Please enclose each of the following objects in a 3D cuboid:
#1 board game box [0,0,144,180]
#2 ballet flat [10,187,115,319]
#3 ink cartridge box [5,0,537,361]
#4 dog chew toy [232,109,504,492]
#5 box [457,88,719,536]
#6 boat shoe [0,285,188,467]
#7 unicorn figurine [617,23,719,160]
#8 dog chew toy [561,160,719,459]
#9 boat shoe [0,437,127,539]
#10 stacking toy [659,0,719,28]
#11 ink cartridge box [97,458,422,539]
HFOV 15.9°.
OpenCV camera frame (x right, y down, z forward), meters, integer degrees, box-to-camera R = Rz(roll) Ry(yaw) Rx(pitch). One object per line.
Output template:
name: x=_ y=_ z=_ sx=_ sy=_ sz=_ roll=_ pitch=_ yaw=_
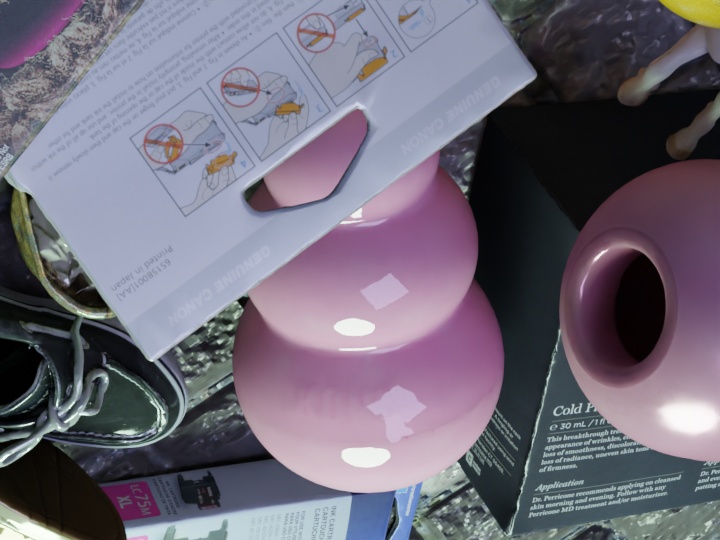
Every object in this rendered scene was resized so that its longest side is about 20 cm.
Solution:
board game box: x=-0.161 y=-0.150 z=0.884 sx=0.200 sy=0.097 sz=0.159 roll=36 pitch=107 yaw=-14
ballet flat: x=-0.118 y=-0.061 z=1.063 sx=0.071 sy=0.071 sz=0.200 roll=-16 pitch=133 yaw=-16
ink cartridge box: x=-0.057 y=-0.093 z=1.011 sx=0.200 sy=0.044 sz=0.174 roll=-36 pitch=105 yaw=-7
dog chew toy: x=0.000 y=0.000 z=1.145 sx=0.124 sy=0.125 sz=0.200 roll=-16 pitch=126 yaw=-16
box: x=0.153 y=0.015 z=1.246 sx=0.200 sy=0.104 sz=0.182 roll=-6 pitch=130 yaw=-24
boat shoe: x=-0.148 y=0.045 z=1.134 sx=0.074 sy=0.068 sz=0.199 roll=-45 pitch=134 yaw=12
unicorn figurine: x=0.182 y=-0.102 z=1.126 sx=0.074 sy=0.200 sz=0.137 roll=39 pitch=136 yaw=-9
dog chew toy: x=0.183 y=0.017 z=1.105 sx=0.200 sy=0.125 sz=0.125 roll=1 pitch=127 yaw=-39
boat shoe: x=-0.197 y=0.097 z=1.156 sx=0.200 sy=0.074 sz=0.066 roll=28 pitch=114 yaw=-31
stacking toy: x=0.150 y=-0.148 z=1.038 sx=0.146 sy=0.200 sz=0.146 roll=-15 pitch=132 yaw=-17
ink cartridge box: x=-0.057 y=0.150 z=1.295 sx=0.200 sy=0.042 sz=0.119 roll=-8 pitch=131 yaw=-25
